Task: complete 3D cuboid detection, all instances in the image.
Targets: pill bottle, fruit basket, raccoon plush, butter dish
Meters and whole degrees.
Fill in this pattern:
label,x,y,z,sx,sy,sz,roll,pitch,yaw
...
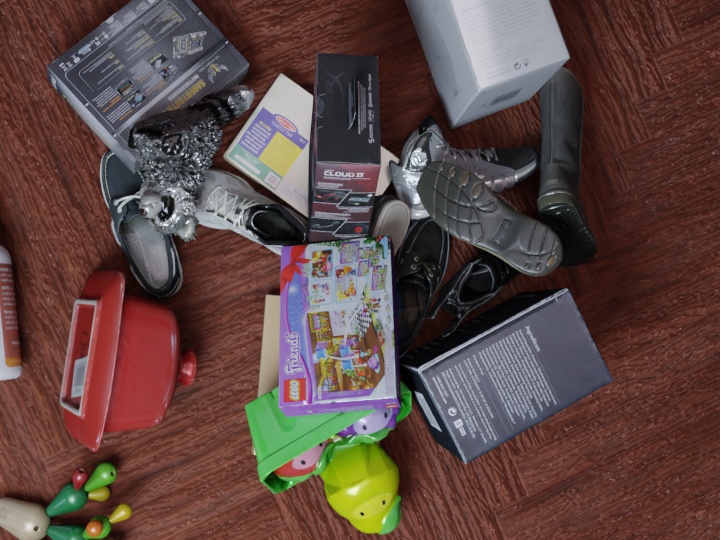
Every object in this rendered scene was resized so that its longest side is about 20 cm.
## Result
label,x,y,z,sx,sy,sz,roll,pitch,yaw
pill bottle,-0.470,0.034,1.151,0.110,0.112,0.204,-7,86,-5
fruit basket,-0.018,0.218,1.145,0.211,0.156,0.219,-1,70,3
raccoon plush,-0.188,-0.124,1.157,0.198,0.096,0.136,-27,123,-29
butter dish,-0.265,0.109,1.146,0.146,0.199,0.203,11,84,-27

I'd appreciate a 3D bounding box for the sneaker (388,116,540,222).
label,x,y,z,sx,sy,sz,roll,pitch,yaw
sneaker,0.127,-0.148,1.220,0.197,0.075,0.117,-22,106,-6

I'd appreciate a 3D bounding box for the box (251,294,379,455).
label,x,y,z,sx,sy,sz,roll,pitch,yaw
box,-0.050,0.137,1.223,0.160,0.021,0.204,5,86,-5

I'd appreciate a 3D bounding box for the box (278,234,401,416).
label,x,y,z,sx,sy,sz,roll,pitch,yaw
box,-0.025,0.062,1.113,0.134,0.039,0.203,-5,64,9

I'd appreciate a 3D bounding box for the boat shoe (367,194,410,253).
label,x,y,z,sx,sy,sz,roll,pitch,yaw
boat shoe,0.000,0.000,1.207,0.066,0.057,0.202,27,88,-38

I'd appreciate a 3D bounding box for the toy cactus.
label,x,y,z,sx,sy,sz,roll,pitch,yaw
toy cactus,-0.367,0.321,1.156,0.163,0.102,0.203,19,93,7

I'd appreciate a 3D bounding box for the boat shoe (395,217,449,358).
label,x,y,z,sx,sy,sz,roll,pitch,yaw
boat shoe,0.070,0.017,1.212,0.068,0.057,0.203,21,73,-5

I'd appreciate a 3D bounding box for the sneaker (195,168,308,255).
label,x,y,z,sx,sy,sz,roll,pitch,yaw
sneaker,-0.148,-0.081,1.184,0.198,0.115,0.077,23,84,-2

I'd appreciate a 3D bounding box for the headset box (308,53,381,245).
label,x,y,z,sx,sy,sz,roll,pitch,yaw
headset box,-0.021,-0.139,1.112,0.074,0.201,0.151,2,61,-5

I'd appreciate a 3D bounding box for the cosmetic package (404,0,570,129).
label,x,y,z,sx,sy,sz,roll,pitch,yaw
cosmetic package,0.146,-0.307,1.183,0.121,0.199,0.203,-21,88,-5

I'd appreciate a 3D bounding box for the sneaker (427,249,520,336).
label,x,y,z,sx,sy,sz,roll,pitch,yaw
sneaker,0.161,0.005,1.209,0.199,0.104,0.060,-41,90,-6

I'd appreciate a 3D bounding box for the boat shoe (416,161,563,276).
label,x,y,z,sx,sy,sz,roll,pitch,yaw
boat shoe,0.156,-0.057,1.170,0.199,0.074,0.076,38,97,14

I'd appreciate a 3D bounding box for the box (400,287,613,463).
label,x,y,z,sx,sy,sz,roll,pitch,yaw
box,0.163,0.119,1.154,0.195,0.200,0.125,-29,90,-6

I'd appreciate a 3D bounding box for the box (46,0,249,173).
label,x,y,z,sx,sy,sz,roll,pitch,yaw
box,-0.262,-0.247,1.202,0.159,0.048,0.200,46,71,-2

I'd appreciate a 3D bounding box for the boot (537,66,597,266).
label,x,y,z,sx,sy,sz,roll,pitch,yaw
boot,0.260,-0.129,1.236,0.071,0.183,0.203,-6,58,13

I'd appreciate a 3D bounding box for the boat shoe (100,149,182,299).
label,x,y,z,sx,sy,sz,roll,pitch,yaw
boat shoe,-0.273,-0.064,1.200,0.075,0.060,0.202,-26,88,-5

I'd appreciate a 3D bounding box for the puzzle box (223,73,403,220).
label,x,y,z,sx,sy,sz,roll,pitch,yaw
puzzle box,-0.060,-0.142,1.241,0.199,0.025,0.134,36,84,-1
